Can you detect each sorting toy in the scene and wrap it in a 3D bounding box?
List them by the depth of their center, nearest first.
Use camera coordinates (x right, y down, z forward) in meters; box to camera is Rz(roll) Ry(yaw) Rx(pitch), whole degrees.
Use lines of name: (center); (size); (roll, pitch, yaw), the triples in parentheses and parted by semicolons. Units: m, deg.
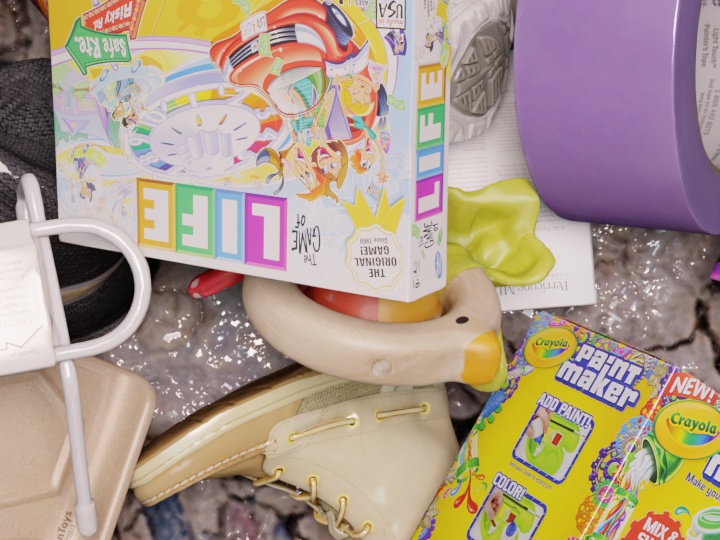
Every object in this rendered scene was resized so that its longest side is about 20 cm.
sorting toy: (-0.219, 0.108, 0.673); (0.200, 0.036, 0.186); (24, 74, -23)

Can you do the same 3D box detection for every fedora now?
fedora: (-0.177, -0.056, 0.728); (0.200, 0.092, 0.201); (21, 53, -31)

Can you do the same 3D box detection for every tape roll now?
tape roll: (0.160, -0.122, 0.734); (0.085, 0.200, 0.201); (6, 88, 30)

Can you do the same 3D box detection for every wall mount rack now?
wall mount rack: (-0.193, 0.051, 0.627); (0.199, 0.075, 0.174); (-10, 86, -19)

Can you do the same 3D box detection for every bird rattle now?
bird rattle: (0.000, 0.000, 0.694); (0.199, 0.163, 0.113); (14, 113, -11)

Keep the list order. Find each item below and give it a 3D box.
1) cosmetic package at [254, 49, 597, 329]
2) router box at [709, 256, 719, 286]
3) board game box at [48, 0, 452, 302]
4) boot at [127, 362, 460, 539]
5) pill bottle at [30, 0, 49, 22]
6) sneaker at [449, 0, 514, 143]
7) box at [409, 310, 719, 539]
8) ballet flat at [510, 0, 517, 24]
cosmetic package: (0.032, -0.047, 0.805); (0.199, 0.052, 0.151); (-4, 87, -3)
router box: (0.319, -0.010, 0.791); (0.200, 0.051, 0.149); (31, 86, -19)
board game box: (-0.054, -0.068, 0.615); (0.199, 0.034, 0.135); (9, 107, 31)
boot: (-0.020, 0.131, 0.771); (0.200, 0.073, 0.156); (-22, 92, -28)
pill bottle: (-0.129, -0.171, 0.736); (0.110, 0.110, 0.200); (-40, 62, -3)
sneaker: (0.004, -0.096, 0.706); (0.099, 0.078, 0.200); (21, 44, 30)
box: (0.148, 0.159, 0.734); (0.200, 0.122, 0.193); (31, 87, -28)
ballet flat: (-0.003, -0.152, 0.785); (0.199, 0.067, 0.064); (15, 56, 11)
